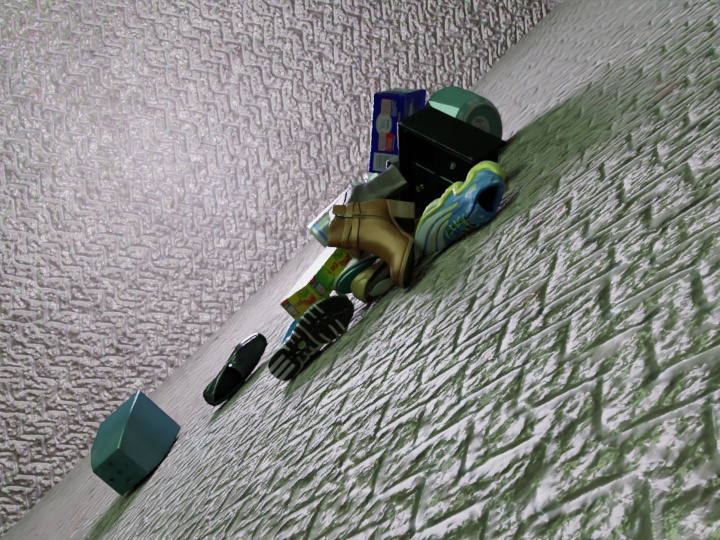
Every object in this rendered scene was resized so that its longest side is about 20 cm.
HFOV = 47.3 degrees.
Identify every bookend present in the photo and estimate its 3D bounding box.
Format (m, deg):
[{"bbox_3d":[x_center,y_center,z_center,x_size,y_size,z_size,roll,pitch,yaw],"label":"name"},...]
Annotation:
[{"bbox_3d":[0.172,-0.184,1.593,0.092,0.199,0.200,-32,-42,-29],"label":"bookend"}]

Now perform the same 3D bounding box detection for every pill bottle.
[{"bbox_3d":[-0.009,-0.124,1.814,0.200,0.114,0.114,-43,8,2],"label":"pill bottle"}]

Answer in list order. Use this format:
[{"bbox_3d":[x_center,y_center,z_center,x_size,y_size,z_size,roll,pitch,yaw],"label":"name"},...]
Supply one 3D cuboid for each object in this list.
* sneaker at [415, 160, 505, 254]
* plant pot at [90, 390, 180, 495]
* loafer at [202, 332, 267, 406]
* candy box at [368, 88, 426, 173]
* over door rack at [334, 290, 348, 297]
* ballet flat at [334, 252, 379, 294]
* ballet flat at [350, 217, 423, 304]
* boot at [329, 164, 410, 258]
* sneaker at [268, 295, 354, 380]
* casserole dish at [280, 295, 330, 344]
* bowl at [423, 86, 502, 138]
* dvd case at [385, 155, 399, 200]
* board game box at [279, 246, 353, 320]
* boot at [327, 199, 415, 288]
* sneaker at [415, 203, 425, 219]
[{"bbox_3d":[0.166,-0.095,1.376,0.200,0.076,0.105,-51,17,17],"label":"sneaker"},{"bbox_3d":[-0.524,0.406,1.884,0.141,0.141,0.200,-41,16,11],"label":"plant pot"},{"bbox_3d":[-0.278,0.227,1.874,0.201,0.068,0.070,-51,18,-19],"label":"loafer"},{"bbox_3d":[0.082,-0.307,1.791,0.200,0.077,0.170,-40,-43,-67],"label":"candy box"},{"bbox_3d":[0.000,0.000,1.692,0.148,0.067,0.200,-44,9,-6],"label":"over door rack"},{"bbox_3d":[0.031,-0.023,1.566,0.200,0.070,0.069,-31,7,-7],"label":"ballet flat"},{"bbox_3d":[0.069,-0.012,1.507,0.200,0.069,0.063,-45,35,5],"label":"ballet flat"},{"bbox_3d":[0.021,-0.119,1.565,0.166,0.072,0.200,-36,30,9],"label":"boot"},{"bbox_3d":[-0.093,0.113,1.543,0.200,0.076,0.116,-43,5,6],"label":"sneaker"},{"bbox_3d":[-0.106,0.110,1.740,0.121,0.039,0.200,-41,9,12],"label":"casserole dish"},{"bbox_3d":[0.239,-0.309,1.825,0.201,0.201,0.105,-46,30,-22],"label":"bowl"},{"bbox_3d":[0.136,-0.204,1.740,0.199,0.018,0.143,-19,-35,-22],"label":"dvd case"},{"bbox_3d":[-0.067,0.003,1.608,0.102,0.048,0.200,-34,14,45],"label":"board game box"},{"bbox_3d":[0.017,-0.050,1.440,0.077,0.155,0.201,85,-173,-54],"label":"boot"},{"bbox_3d":[0.087,-0.101,1.749,0.200,0.075,0.115,-23,-11,-28],"label":"sneaker"}]
